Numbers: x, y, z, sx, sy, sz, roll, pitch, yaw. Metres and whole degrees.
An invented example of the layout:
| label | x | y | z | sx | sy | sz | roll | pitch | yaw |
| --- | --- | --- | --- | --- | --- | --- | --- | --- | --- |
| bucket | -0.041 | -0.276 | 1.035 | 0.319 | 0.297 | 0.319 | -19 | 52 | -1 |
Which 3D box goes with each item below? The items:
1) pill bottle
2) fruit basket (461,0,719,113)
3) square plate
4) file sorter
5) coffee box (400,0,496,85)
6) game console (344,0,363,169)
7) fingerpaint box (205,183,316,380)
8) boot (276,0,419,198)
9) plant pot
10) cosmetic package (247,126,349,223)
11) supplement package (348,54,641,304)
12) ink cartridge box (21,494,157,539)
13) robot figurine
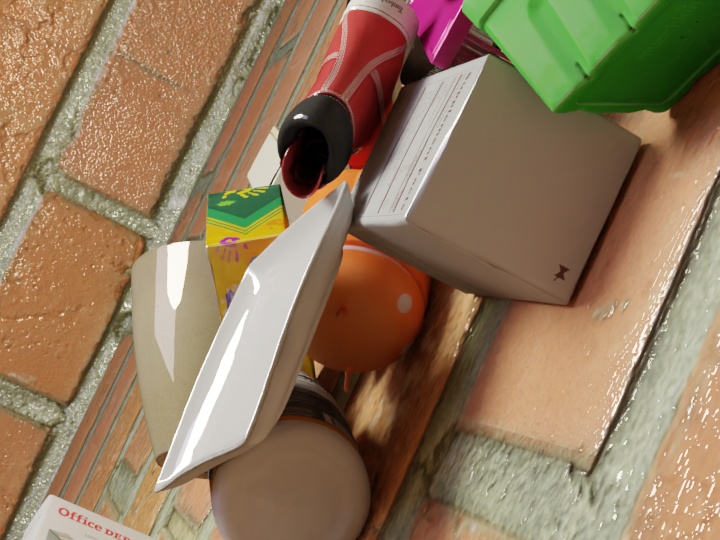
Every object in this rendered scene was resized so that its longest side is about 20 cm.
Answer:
| label | x | y | z | sx | sy | sz | roll | pitch | yaw |
| --- | --- | --- | --- | --- | --- | --- | --- | --- | --- |
| pill bottle | -0.061 | 0.143 | 1.138 | 0.116 | 0.116 | 0.200 | -62 | 13 | 7 |
| fruit basket | 0.159 | -0.216 | 0.856 | 0.216 | 0.155 | 0.216 | 11 | 103 | 57 |
| square plate | -0.071 | 0.055 | 1.037 | 0.198 | 0.028 | 0.200 | -37 | 29 | 60 |
| file sorter | 0.126 | -0.201 | 1.053 | 0.139 | 0.125 | 0.200 | -61 | 12 | 16 |
| coffee box | 0.099 | -0.272 | 1.399 | 0.200 | 0.080 | 0.114 | -67 | 12 | -18 |
| game console | 0.009 | -0.154 | 1.419 | 0.200 | 0.031 | 0.177 | -84 | -14 | -56 |
| fingerpaint box | -0.083 | 0.043 | 1.302 | 0.167 | 0.073 | 0.200 | -106 | 6 | -72 |
| boot | -0.022 | -0.096 | 1.082 | 0.200 | 0.072 | 0.144 | 103 | -166 | -67 |
| plant pot | -0.149 | 0.101 | 1.492 | 0.187 | 0.187 | 0.200 | 137 | 142 | -57 |
| cosmetic package | -0.060 | -0.096 | 1.637 | 0.073 | 0.103 | 0.200 | -62 | 14 | 6 |
| supplement package | 0.077 | -0.056 | 0.980 | 0.117 | 0.117 | 0.200 | -64 | 13 | -5 |
| ink cartridge box | -0.322 | 0.369 | 1.660 | 0.084 | 0.145 | 0.200 | -54 | 16 | 35 |
| robot figurine | 0.000 | 0.001 | 1.182 | 0.144 | 0.117 | 0.200 | -40 | 23 | 33 |
